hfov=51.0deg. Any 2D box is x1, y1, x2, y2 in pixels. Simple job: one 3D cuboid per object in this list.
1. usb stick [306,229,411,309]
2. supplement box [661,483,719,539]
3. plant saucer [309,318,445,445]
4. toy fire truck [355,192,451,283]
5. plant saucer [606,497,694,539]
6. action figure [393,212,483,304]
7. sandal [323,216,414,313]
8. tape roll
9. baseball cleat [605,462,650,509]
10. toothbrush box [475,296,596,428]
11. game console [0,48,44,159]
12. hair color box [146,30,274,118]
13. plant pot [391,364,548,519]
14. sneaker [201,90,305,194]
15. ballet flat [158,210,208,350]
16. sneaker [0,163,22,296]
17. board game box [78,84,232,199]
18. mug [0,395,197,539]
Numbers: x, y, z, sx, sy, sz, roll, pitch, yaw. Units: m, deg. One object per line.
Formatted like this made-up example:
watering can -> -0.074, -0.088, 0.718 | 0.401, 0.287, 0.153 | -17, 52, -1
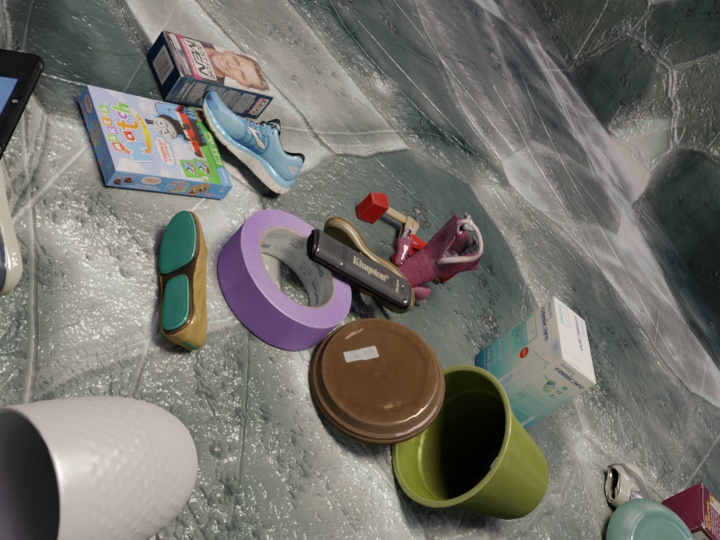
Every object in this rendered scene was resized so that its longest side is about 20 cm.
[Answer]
usb stick -> 0.000, 0.000, 1.148 | 0.198, 0.032, 0.056 | 30, 39, -29
supplement box -> 0.686, 0.545, 1.468 | 0.201, 0.103, 0.131 | 49, 33, -2
plant saucer -> 0.026, 0.147, 1.063 | 0.195, 0.030, 0.203 | 4, 51, -5
toy fire truck -> 0.091, -0.060, 1.414 | 0.197, 0.049, 0.143 | 14, 47, -41
plant saucer -> 0.521, 0.496, 1.312 | 0.195, 0.036, 0.204 | 10, 59, -17
action figure -> 0.115, -0.003, 1.271 | 0.136, 0.197, 0.149 | 61, 3, -13
sandal -> 0.004, 0.000, 1.237 | 0.200, 0.080, 0.054 | 47, 49, -1
tape roll -> -0.107, 0.012, 1.097 | 0.198, 0.066, 0.203 | 30, 38, -26
baseball cleat -> 0.515, 0.457, 1.402 | 0.104, 0.070, 0.203 | 8, 43, -31
toothbrush box -> 0.293, 0.168, 1.291 | 0.085, 0.200, 0.148 | 34, 37, -20
game console -> -0.464, -0.193, 0.839 | 0.172, 0.031, 0.203 | 3, 47, -6
hair color box -> -0.249, -0.326, 1.269 | 0.198, 0.060, 0.102 | 0, 57, -50
plant pot -> 0.176, 0.272, 1.092 | 0.189, 0.198, 0.203 | 39, 32, -37
sneaker -> -0.170, -0.220, 1.212 | 0.199, 0.090, 0.079 | 42, 9, -20
ballet flat -> -0.225, 0.014, 0.976 | 0.063, 0.067, 0.203 | 54, 23, -48
sneaker -> -0.424, -0.068, 0.794 | 0.084, 0.075, 0.203 | 1, 56, -54
board game box -> -0.294, -0.182, 1.095 | 0.198, 0.037, 0.154 | 1, 56, -48
mug -> -0.241, 0.216, 0.691 | 0.174, 0.145, 0.206 | 3, 84, -56
